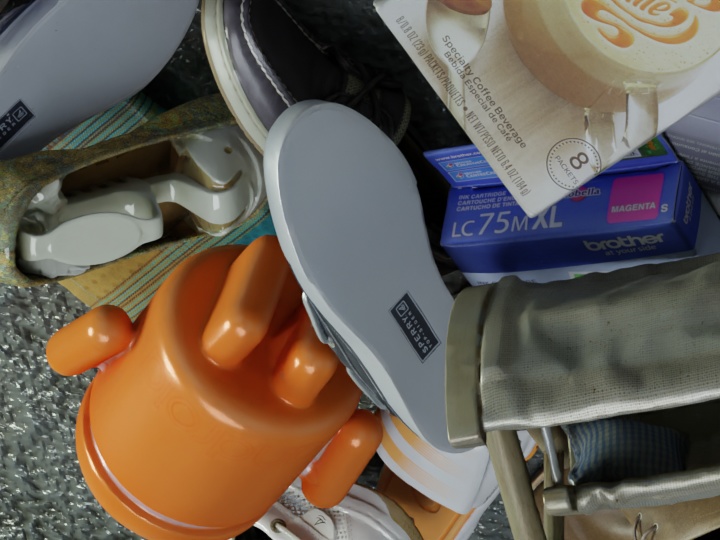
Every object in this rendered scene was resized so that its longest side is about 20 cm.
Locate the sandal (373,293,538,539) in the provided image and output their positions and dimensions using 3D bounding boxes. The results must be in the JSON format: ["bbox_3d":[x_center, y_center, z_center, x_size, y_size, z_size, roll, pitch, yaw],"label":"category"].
[{"bbox_3d":[0.038,0.100,1.507,0.079,0.059,0.207,42,141,19],"label":"sandal"}]

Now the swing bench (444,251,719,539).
[{"bbox_3d":[0.158,0.062,1.308,0.199,0.130,0.200,-9,139,13],"label":"swing bench"}]

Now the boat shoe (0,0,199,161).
[{"bbox_3d":[-0.164,-0.089,1.365,0.066,0.200,0.072,40,173,45],"label":"boat shoe"}]

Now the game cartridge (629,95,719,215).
[{"bbox_3d":[0.191,-0.058,1.297,0.200,0.038,0.130,16,159,11],"label":"game cartridge"}]

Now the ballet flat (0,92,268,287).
[{"bbox_3d":[-0.096,-0.035,1.357,0.071,0.200,0.071,33,131,48],"label":"ballet flat"}]

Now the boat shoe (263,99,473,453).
[{"bbox_3d":[0.000,0.000,1.352,0.068,0.072,0.200,22,152,50],"label":"boat shoe"}]

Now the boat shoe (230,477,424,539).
[{"bbox_3d":[-0.061,0.138,1.563,0.200,0.069,0.071,11,145,43],"label":"boat shoe"}]

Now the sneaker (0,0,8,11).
[{"bbox_3d":[-0.219,-0.102,1.391,0.078,0.116,0.200,15,138,7],"label":"sneaker"}]

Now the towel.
[{"bbox_3d":[-0.106,-0.022,1.485,0.200,0.022,0.147,39,134,-20],"label":"towel"}]

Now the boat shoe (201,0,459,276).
[{"bbox_3d":[-0.004,-0.068,1.374,0.065,0.072,0.200,-15,129,27],"label":"boat shoe"}]

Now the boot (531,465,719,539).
[{"bbox_3d":[0.151,0.124,1.493,0.200,0.075,0.074,-23,123,38],"label":"boot"}]

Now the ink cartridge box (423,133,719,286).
[{"bbox_3d":[0.118,0.004,1.377,0.119,0.042,0.200,-6,144,26],"label":"ink cartridge box"}]

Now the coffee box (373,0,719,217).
[{"bbox_3d":[0.121,-0.128,1.193,0.200,0.080,0.114,-35,98,22],"label":"coffee box"}]

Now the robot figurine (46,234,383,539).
[{"bbox_3d":[-0.073,0.063,1.462,0.144,0.117,0.200,-5,151,-33],"label":"robot figurine"}]
